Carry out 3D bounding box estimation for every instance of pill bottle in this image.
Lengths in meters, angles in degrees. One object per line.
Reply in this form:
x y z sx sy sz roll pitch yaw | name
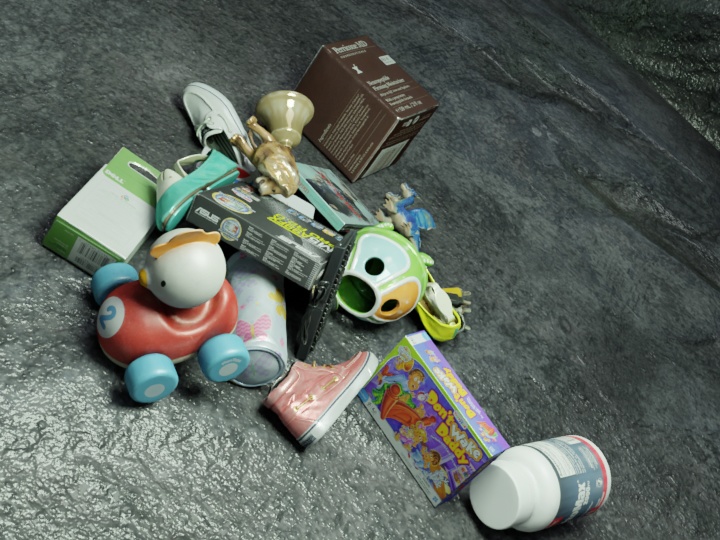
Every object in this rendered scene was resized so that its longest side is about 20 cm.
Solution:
0.254 0.306 1.353 0.200 0.120 0.120 -1 51 -42 | pill bottle

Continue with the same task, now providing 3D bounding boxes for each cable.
0.101 0.057 1.580 0.199 0.050 0.097 11 59 -16 | cable

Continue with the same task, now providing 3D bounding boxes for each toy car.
-0.229 0.018 1.136 0.176 0.200 0.185 -14 53 -23 | toy car

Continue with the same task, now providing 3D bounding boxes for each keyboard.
-0.051 0.043 1.303 0.021 0.200 0.127 26 33 10 | keyboard

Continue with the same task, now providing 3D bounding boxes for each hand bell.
-0.128 -0.197 1.621 0.104 0.104 0.200 16 54 -30 | hand bell

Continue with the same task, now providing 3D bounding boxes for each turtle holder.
0.009 -0.003 1.452 0.186 0.141 0.132 54 35 -2 | turtle holder

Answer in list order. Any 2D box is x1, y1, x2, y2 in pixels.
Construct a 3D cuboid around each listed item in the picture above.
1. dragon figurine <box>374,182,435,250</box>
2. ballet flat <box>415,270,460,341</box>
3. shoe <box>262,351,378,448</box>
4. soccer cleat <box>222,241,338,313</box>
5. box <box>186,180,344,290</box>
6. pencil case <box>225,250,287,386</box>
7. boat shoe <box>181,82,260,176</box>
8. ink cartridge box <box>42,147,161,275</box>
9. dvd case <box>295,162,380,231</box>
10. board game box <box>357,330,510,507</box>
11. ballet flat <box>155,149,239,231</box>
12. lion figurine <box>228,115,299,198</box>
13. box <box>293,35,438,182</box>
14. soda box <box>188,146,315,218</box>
0.092 -0.079 1.686 0.099 0.059 0.200 -3 51 -43 | dragon figurine
0.098 0.022 1.526 0.067 0.067 0.200 -29 80 -27 | ballet flat
-0.052 0.149 1.292 0.091 0.071 0.200 45 40 -1 | shoe
-0.121 0.003 1.410 0.200 0.068 0.081 42 50 9 | soccer cleat
-0.121 -0.054 1.332 0.200 0.044 0.160 29 17 10 | box
-0.146 0.062 1.294 0.083 0.091 0.200 51 25 -40 | pencil case
-0.232 -0.228 1.545 0.200 0.074 0.067 47 33 10 | boat shoe
-0.335 -0.078 1.299 0.104 0.059 0.200 34 35 -9 | ink cartridge box
-0.044 -0.120 1.586 0.146 0.022 0.200 48 14 13 | dvd case
0.095 0.203 1.311 0.045 0.135 0.200 -12 58 -48 | board game box
-0.245 -0.118 1.329 0.070 0.067 0.200 40 35 0 | ballet flat
-0.140 -0.171 1.449 0.122 0.072 0.200 45 8 -9 | lion figurine
0.000 -0.301 1.758 0.200 0.164 0.166 45 35 9 | box
-0.174 -0.106 1.469 0.200 0.068 0.064 28 36 -15 | soda box
